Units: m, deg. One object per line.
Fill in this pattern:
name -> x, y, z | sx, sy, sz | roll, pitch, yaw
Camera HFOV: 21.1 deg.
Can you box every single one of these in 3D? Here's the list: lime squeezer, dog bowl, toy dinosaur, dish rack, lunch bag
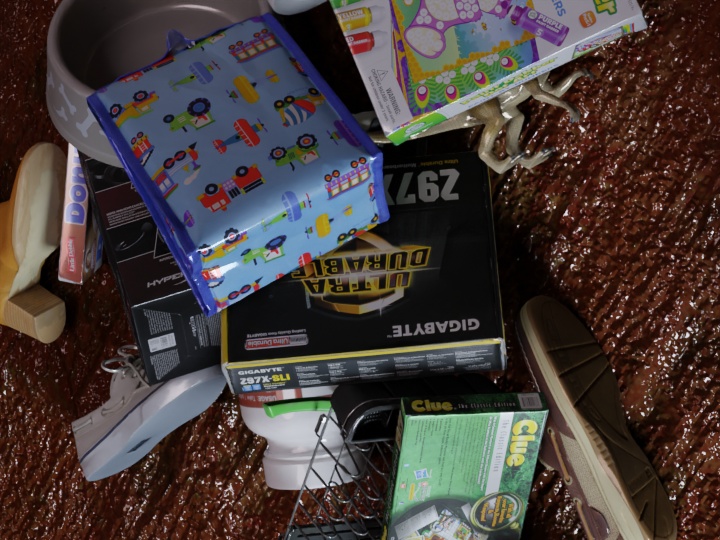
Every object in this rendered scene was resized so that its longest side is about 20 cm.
lime squeezer -> 0.008, 0.067, 1.438 | 0.038, 0.200, 0.071 | 6, 129, 56
dog bowl -> -0.150, -0.169, 1.487 | 0.199, 0.200, 0.059 | 33, 151, 30
toy dinosaur -> 0.094, -0.119, 1.385 | 0.199, 0.058, 0.102 | -35, 75, 12
dish rack -> 0.021, 0.162, 1.436 | 0.055, 0.152, 0.201 | 52, 131, 44
lunch bag -> -0.093, -0.096, 1.364 | 0.201, 0.150, 0.094 | 57, 168, 27

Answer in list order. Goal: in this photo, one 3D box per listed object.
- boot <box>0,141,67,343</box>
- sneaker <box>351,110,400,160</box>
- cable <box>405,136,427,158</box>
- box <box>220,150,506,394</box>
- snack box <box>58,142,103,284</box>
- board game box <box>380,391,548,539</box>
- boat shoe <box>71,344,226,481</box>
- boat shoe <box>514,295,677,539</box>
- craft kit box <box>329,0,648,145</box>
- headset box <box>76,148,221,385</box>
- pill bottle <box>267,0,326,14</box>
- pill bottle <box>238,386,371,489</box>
boot -> -0.321, -0.042, 1.712 | 0.143, 0.071, 0.203 | 29, 127, 35
sneaker -> -0.044, -0.105, 1.483 | 0.199, 0.070, 0.094 | -25, 66, 51
cable -> 0.049, -0.156, 1.444 | 0.096, 0.050, 0.202 | 11, 117, 29
box -> 0.000, 0.000, 1.385 | 0.198, 0.049, 0.161 | -5, 58, 4
snack box -> -0.231, -0.095, 1.644 | 0.024, 0.072, 0.202 | 8, 105, 4
board game box -> 0.070, 0.168, 1.398 | 0.024, 0.104, 0.201 | -100, 14, -49
boat shoe -> -0.189, 0.102, 1.651 | 0.202, 0.074, 0.087 | -40, 70, 46
boat shoe -> 0.152, 0.118, 1.380 | 0.072, 0.072, 0.201 | -30, 85, 36
craft kit box -> 0.071, -0.219, 1.346 | 0.196, 0.049, 0.201 | -25, 79, 8
headset box -> -0.168, -0.034, 1.533 | 0.149, 0.077, 0.201 | 90, 162, -63
pill bottle -> -0.080, -0.298, 1.463 | 0.112, 0.112, 0.201 | -41, 72, 35
pill bottle -> -0.043, 0.062, 1.496 | 0.112, 0.112, 0.202 | -2, 96, 38
